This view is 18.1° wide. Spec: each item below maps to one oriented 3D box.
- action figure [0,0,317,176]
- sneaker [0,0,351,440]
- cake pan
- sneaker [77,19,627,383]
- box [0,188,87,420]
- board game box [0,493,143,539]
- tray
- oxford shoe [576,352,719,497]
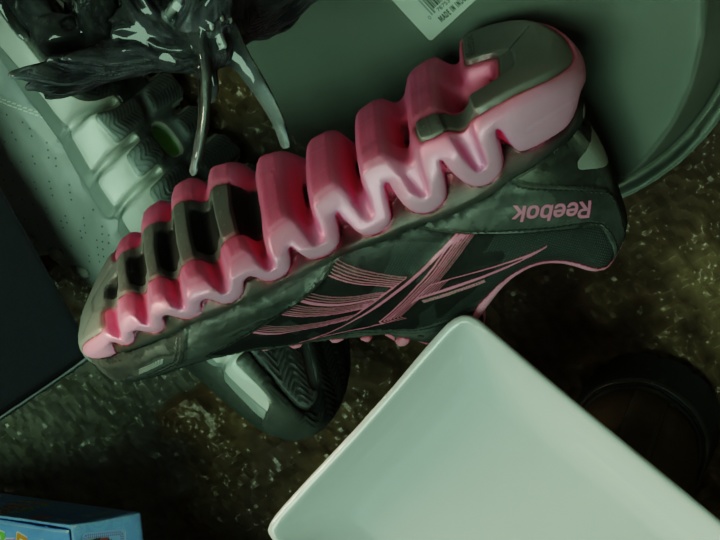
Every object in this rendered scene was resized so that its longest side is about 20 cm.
[{"bbox_3d":[-0.081,-0.129,0.712,0.201,0.118,0.102,54,151,24],"label":"action figure"},{"bbox_3d":[-0.094,-0.009,0.855,0.115,0.075,0.201,-33,91,38],"label":"sneaker"},{"bbox_3d":[0.035,-0.101,0.764,0.199,0.037,0.202,10,121,18],"label":"cake pan"},{"bbox_3d":[0.000,0.000,0.757,0.199,0.079,0.096,-25,122,17],"label":"sneaker"},{"bbox_3d":[-0.233,-0.007,0.836,0.198,0.123,0.201,-19,102,49],"label":"box"},{"bbox_3d":[-0.126,0.194,0.911,0.151,0.036,0.202,-2,96,56],"label":"board game box"},{"bbox_3d":[0.076,0.110,0.777,0.200,0.022,0.107,40,106,-10],"label":"tray"},{"bbox_3d":[0.076,0.132,0.847,0.072,0.085,0.201,17,124,11],"label":"oxford shoe"}]
